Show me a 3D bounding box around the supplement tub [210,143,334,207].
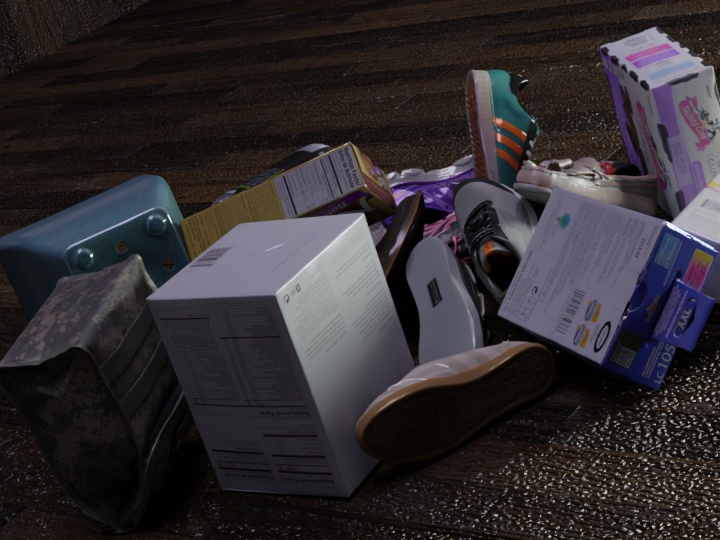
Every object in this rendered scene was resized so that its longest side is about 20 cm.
[{"bbox_3d":[-0.100,-0.060,1.786,0.200,0.123,0.122,-33,26,-33],"label":"supplement tub"}]

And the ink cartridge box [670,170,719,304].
[{"bbox_3d":[0.376,-0.043,1.380,0.117,0.068,0.200,24,42,27],"label":"ink cartridge box"}]

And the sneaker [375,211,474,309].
[{"bbox_3d":[0.091,-0.021,1.573,0.199,0.079,0.095,-30,8,-23],"label":"sneaker"}]

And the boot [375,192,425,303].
[{"bbox_3d":[0.000,0.000,1.506,0.096,0.075,0.201,11,63,19],"label":"boot"}]

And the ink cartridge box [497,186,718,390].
[{"bbox_3d":[0.224,0.017,1.307,0.200,0.076,0.137,26,93,61],"label":"ink cartridge box"}]

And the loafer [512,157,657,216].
[{"bbox_3d":[0.233,-0.088,1.517,0.199,0.063,0.072,14,0,-41],"label":"loafer"}]

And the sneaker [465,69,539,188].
[{"bbox_3d":[0.171,-0.138,1.698,0.079,0.201,0.071,-3,-13,-9],"label":"sneaker"}]

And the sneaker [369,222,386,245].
[{"bbox_3d":[-0.044,-0.017,1.621,0.073,0.116,0.200,-15,13,44],"label":"sneaker"}]

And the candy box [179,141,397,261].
[{"bbox_3d":[-0.072,-0.055,1.529,0.199,0.057,0.117,-23,-18,12],"label":"candy box"}]

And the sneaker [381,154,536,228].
[{"bbox_3d":[0.118,-0.079,1.748,0.199,0.081,0.084,-13,53,-1],"label":"sneaker"}]

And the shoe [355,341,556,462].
[{"bbox_3d":[0.079,0.113,1.302,0.199,0.070,0.053,-20,20,-23],"label":"shoe"}]

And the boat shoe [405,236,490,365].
[{"bbox_3d":[0.096,0.049,1.426,0.071,0.064,0.201,-39,37,27],"label":"boat shoe"}]

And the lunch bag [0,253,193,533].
[{"bbox_3d":[-0.222,0.117,1.361,0.117,0.201,0.164,-15,25,21],"label":"lunch bag"}]

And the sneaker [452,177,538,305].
[{"bbox_3d":[0.138,-0.029,1.465,0.074,0.079,0.201,-49,42,20],"label":"sneaker"}]

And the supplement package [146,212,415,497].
[{"bbox_3d":[-0.062,0.075,1.322,0.150,0.201,0.152,-3,26,36],"label":"supplement package"}]

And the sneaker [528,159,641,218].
[{"bbox_3d":[0.209,-0.082,1.622,0.201,0.068,0.108,-14,12,-41],"label":"sneaker"}]

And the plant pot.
[{"bbox_3d":[-0.254,0.013,1.567,0.195,0.197,0.200,-26,5,-17],"label":"plant pot"}]

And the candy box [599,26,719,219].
[{"bbox_3d":[0.333,-0.154,1.590,0.071,0.169,0.200,-19,21,1],"label":"candy box"}]
